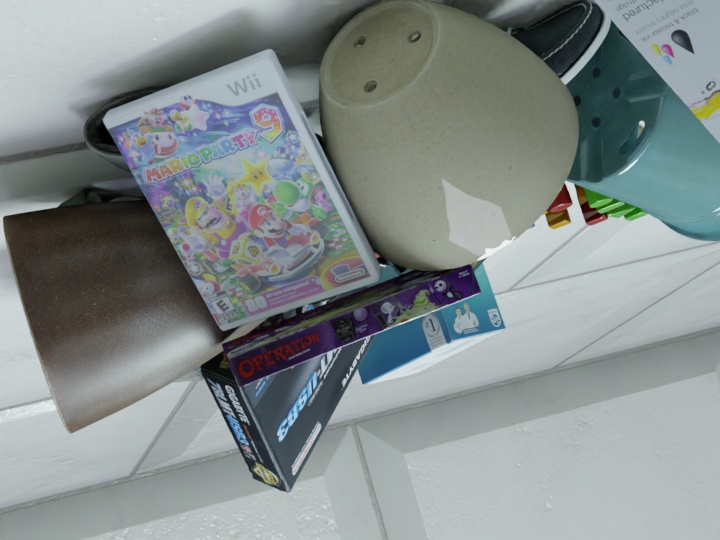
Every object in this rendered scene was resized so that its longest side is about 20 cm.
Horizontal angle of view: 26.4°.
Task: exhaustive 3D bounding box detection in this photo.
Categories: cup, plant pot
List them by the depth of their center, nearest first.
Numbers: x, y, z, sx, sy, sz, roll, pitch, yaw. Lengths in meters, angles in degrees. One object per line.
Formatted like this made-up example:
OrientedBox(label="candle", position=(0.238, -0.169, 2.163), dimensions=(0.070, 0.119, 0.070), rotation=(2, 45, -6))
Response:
OrientedBox(label="cup", position=(0.047, -0.123, 1.161), dimensions=(0.199, 0.202, 0.143), rotation=(-21, 139, 20))
OrientedBox(label="plant pot", position=(-0.174, 0.016, 1.281), dimensions=(0.198, 0.188, 0.187), rotation=(-17, 168, -7))
OrientedBox(label="plant pot", position=(0.262, -0.137, 1.346), dimensions=(0.195, 0.202, 0.200), rotation=(8, 154, -43))

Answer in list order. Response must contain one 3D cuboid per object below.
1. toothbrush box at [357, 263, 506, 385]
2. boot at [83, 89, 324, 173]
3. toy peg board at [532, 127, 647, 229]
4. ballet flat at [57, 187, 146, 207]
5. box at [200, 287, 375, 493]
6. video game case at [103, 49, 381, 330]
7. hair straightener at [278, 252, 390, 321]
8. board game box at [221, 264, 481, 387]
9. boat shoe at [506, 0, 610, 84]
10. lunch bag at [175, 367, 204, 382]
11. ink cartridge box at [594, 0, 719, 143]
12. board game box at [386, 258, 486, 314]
OrientedBox(label="toothbrush box", position=(0.042, -0.004, 1.564), dimensions=(0.085, 0.201, 0.146), rotation=(-10, 166, -43))
OrientedBox(label="boot", position=(-0.119, -0.103, 1.264), dimensions=(0.180, 0.073, 0.200), rotation=(-16, 161, 0))
OrientedBox(label="toy peg board", position=(0.206, -0.087, 1.660), dimensions=(0.198, 0.099, 0.200), rotation=(-22, 166, 23))
OrientedBox(label="ballet flat", position=(-0.195, -0.042, 1.412), dimensions=(0.064, 0.068, 0.199), rotation=(-34, 160, 33))
OrientedBox(label="box", position=(-0.059, 0.073, 1.424), dimensions=(0.049, 0.201, 0.199), rotation=(17, 149, 24))
OrientedBox(label="video game case", position=(-0.087, -0.055, 1.164), dimensions=(0.142, 0.201, 0.018), rotation=(-17, -153, 19))
OrientedBox(label="hair straightener", position=(0.000, 0.000, 1.336), dimensions=(0.200, 0.041, 0.077), rotation=(-39, 173, -34))
OrientedBox(label="board game box", position=(-0.011, 0.039, 1.211), dimensions=(0.199, 0.033, 0.120), rotation=(-21, -179, -7))
OrientedBox(label="boat shoe", position=(0.117, -0.164, 1.280), dimensions=(0.200, 0.076, 0.060), rotation=(-39, 116, 19))
OrientedBox(label="lunch bag", position=(-0.202, 0.048, 1.523), dimensions=(0.198, 0.141, 0.168), rotation=(-6, -178, 0))
OrientedBox(label="ink cartridge box", position=(0.274, -0.186, 0.997), dimensions=(0.146, 0.200, 0.147), rotation=(-28, -153, 41))
OrientedBox(label="board game box", position=(0.081, -0.043, 1.316), dimensions=(0.135, 0.028, 0.200), rotation=(-46, 158, -2))
